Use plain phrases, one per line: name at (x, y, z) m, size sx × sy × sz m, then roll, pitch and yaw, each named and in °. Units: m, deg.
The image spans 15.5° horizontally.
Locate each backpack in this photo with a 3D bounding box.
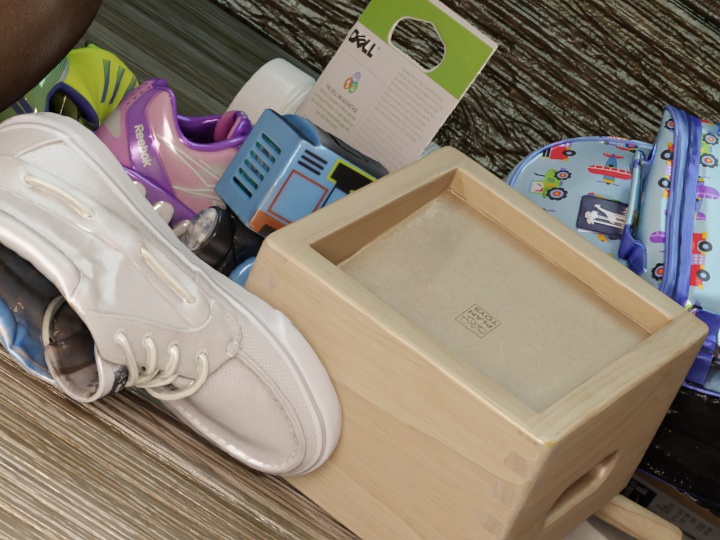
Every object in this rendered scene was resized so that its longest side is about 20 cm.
backpack at (0.141, 0.006, 1.339) m, size 0.199 × 0.135 × 0.183 m, roll 20°, pitch 50°, yaw -2°

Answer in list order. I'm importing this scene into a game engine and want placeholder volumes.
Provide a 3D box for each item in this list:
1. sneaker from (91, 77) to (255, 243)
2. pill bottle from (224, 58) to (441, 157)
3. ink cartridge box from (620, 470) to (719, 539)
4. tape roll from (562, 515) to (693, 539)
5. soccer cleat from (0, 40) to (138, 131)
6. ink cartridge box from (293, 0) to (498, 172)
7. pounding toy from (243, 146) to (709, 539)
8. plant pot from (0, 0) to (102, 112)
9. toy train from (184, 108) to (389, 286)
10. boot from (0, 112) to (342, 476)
sneaker at (-0.073, -0.043, 1.529) m, size 0.200 × 0.089 × 0.080 m, roll 32°, pitch 6°, yaw -23°
pill bottle at (-0.001, -0.055, 1.823) m, size 0.200 × 0.115 × 0.114 m, roll 36°, pitch 7°, yaw 11°
ink cartridge box at (0.157, 0.091, 1.500) m, size 0.164 × 0.075 × 0.200 m, roll 31°, pitch -10°, yaw 7°
tape roll at (0.172, 0.176, 1.385) m, size 0.202 × 0.037 × 0.203 m, roll 33°, pitch 6°, yaw -4°
soccer cleat at (-0.178, -0.097, 1.574) m, size 0.084 × 0.065 × 0.200 m, roll 54°, pitch 11°, yaw 14°
ink cartridge box at (0.020, -0.068, 1.661) m, size 0.076 × 0.200 × 0.148 m, roll 29°, pitch 9°, yaw -36°
pounding toy at (0.058, 0.061, 1.209) m, size 0.184 × 0.143 × 0.200 m, roll 36°, pitch 34°, yaw 18°
plant pot at (-0.215, -0.128, 1.203) m, size 0.187 × 0.187 × 0.200 m, roll 32°, pitch 22°, yaw -13°
toy train at (0.000, 0.000, 1.461) m, size 0.200 × 0.114 × 0.087 m, roll 30°, pitch 8°, yaw -25°
boot at (-0.094, 0.032, 1.082) m, size 0.200 × 0.073 × 0.096 m, roll 45°, pitch 34°, yaw -14°
